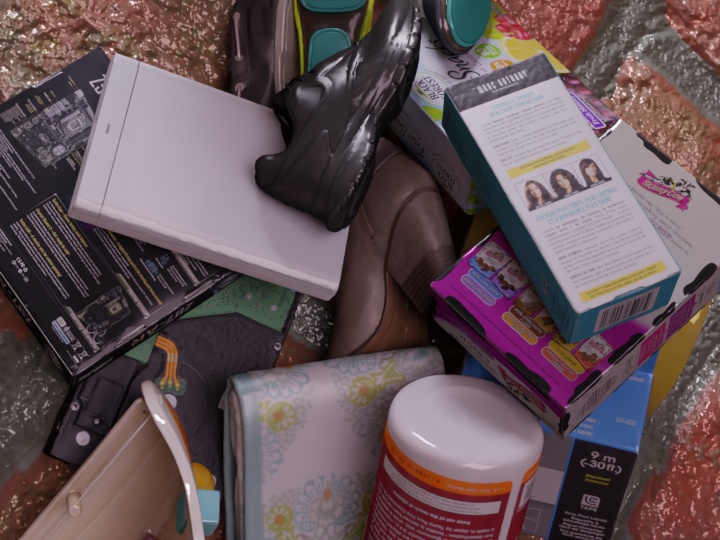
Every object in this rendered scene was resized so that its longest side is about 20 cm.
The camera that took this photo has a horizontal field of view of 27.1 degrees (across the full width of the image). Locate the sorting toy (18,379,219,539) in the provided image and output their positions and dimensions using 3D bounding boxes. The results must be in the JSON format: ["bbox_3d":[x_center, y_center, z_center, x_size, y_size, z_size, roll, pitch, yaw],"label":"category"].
[{"bbox_3d":[-0.159,0.208,1.023,0.107,0.180,0.200,39,94,-26],"label":"sorting toy"}]

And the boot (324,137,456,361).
[{"bbox_3d":[0.000,0.000,1.183,0.070,0.200,0.146,5,46,-49],"label":"boot"}]

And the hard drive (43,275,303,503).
[{"bbox_3d":[-0.140,0.073,1.146,0.139,0.038,0.201,25,77,-19],"label":"hard drive"}]

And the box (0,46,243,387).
[{"bbox_3d":[-0.201,-0.041,1.097,0.160,0.044,0.200,-35,84,-20],"label":"box"}]

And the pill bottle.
[{"bbox_3d":[0.061,0.186,1.096,0.113,0.113,0.201,-4,123,-23],"label":"pill bottle"}]

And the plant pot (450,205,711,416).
[{"bbox_3d":[0.166,0.001,1.209,0.188,0.201,0.201,19,78,-4],"label":"plant pot"}]

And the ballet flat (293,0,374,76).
[{"bbox_3d":[-0.019,-0.196,1.179,0.067,0.067,0.201,4,94,4],"label":"ballet flat"}]

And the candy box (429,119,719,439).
[{"bbox_3d":[0.167,0.003,1.076,0.200,0.061,0.136,-40,66,-14],"label":"candy box"}]

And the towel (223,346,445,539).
[{"bbox_3d":[-0.020,0.161,1.150,0.171,0.048,0.201,-8,112,-25],"label":"towel"}]

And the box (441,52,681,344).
[{"bbox_3d":[0.135,-0.053,1.042,0.082,0.049,0.200,-20,63,-12],"label":"box"}]

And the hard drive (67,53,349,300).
[{"bbox_3d":[-0.101,-0.068,1.095,0.199,0.027,0.132,19,61,-17],"label":"hard drive"}]

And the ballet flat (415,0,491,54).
[{"bbox_3d":[0.080,-0.244,1.232,0.073,0.073,0.200,35,52,-17],"label":"ballet flat"}]

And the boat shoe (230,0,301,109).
[{"bbox_3d":[-0.078,-0.125,1.188,0.067,0.057,0.201,13,81,-62],"label":"boat shoe"}]

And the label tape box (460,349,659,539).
[{"bbox_3d":[0.141,0.122,1.151,0.144,0.200,0.063,13,46,7],"label":"label tape box"}]

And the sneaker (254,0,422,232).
[{"bbox_3d":[-0.014,-0.129,1.100,0.091,0.076,0.200,21,62,7],"label":"sneaker"}]

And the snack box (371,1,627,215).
[{"bbox_3d":[0.096,-0.134,1.190,0.142,0.200,0.053,-17,134,-23],"label":"snack box"}]
